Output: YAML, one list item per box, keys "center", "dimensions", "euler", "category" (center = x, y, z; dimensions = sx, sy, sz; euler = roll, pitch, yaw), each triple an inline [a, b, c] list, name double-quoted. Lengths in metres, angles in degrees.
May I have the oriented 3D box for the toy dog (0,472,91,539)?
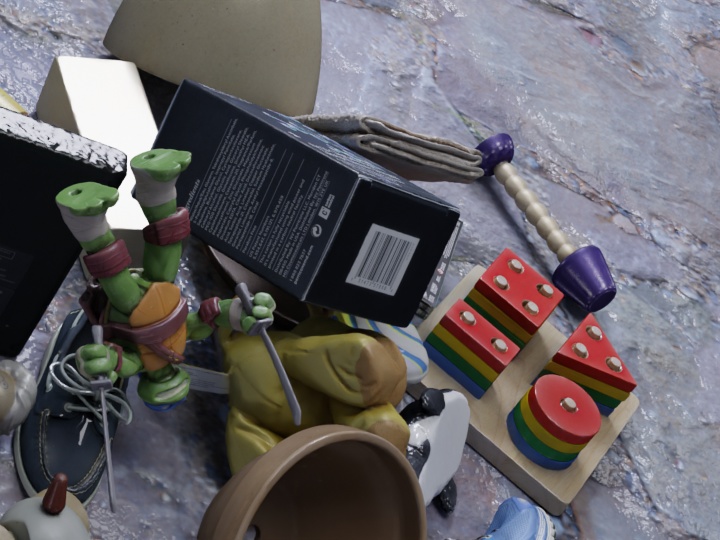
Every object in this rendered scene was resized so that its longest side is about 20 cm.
- center: [-0.178, 0.213, 1.484]
  dimensions: [0.199, 0.097, 0.132]
  euler: [33, 36, -6]
  category: "toy dog"

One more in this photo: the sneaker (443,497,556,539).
- center: [0.087, 0.232, 1.705]
  dimensions: [0.089, 0.079, 0.200]
  euler: [40, 35, 0]
  category: "sneaker"

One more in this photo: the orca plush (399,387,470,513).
- center: [0.032, 0.165, 1.771]
  dimensions: [0.201, 0.071, 0.106]
  euler: [-73, 151, -43]
  category: "orca plush"

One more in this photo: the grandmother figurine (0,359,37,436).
- center: [-0.307, 0.108, 1.530]
  dimensions: [0.199, 0.061, 0.122]
  euler: [-20, 72, -47]
  category: "grandmother figurine"

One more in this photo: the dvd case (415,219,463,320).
- center: [-0.007, -0.052, 1.943]
  dimensions: [0.199, 0.022, 0.146]
  euler: [32, 35, -8]
  category: "dvd case"

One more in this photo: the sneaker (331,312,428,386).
- center: [0.000, 0.000, 1.813]
  dimensions: [0.200, 0.105, 0.076]
  euler: [48, 41, 6]
  category: "sneaker"

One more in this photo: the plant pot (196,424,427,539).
- center: [-0.052, 0.202, 1.567]
  dimensions: [0.200, 0.203, 0.092]
  euler: [-5, 16, -43]
  category: "plant pot"

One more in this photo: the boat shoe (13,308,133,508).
- center: [-0.205, 0.095, 1.625]
  dimensions: [0.075, 0.062, 0.201]
  euler: [29, 36, -14]
  category: "boat shoe"

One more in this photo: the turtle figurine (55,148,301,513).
- center: [-0.131, 0.028, 1.531]
  dimensions: [0.143, 0.195, 0.200]
  euler: [-13, 25, 0]
  category: "turtle figurine"

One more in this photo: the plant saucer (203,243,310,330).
- center: [-0.058, -0.013, 1.899]
  dimensions: [0.199, 0.032, 0.201]
  euler: [23, 37, -18]
  category: "plant saucer"

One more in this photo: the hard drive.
- center: [-0.273, -0.030, 1.589]
  dimensions: [0.139, 0.200, 0.033]
  euler: [19, 38, -22]
  category: "hard drive"

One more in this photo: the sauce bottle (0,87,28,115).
- center: [-0.350, -0.160, 1.789]
  dimensions: [0.200, 0.066, 0.066]
  euler: [44, 36, 8]
  category: "sauce bottle"

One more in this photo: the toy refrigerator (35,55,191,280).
- center: [-0.209, -0.083, 1.822]
  dimensions: [0.075, 0.070, 0.201]
  euler: [2, 47, -29]
  category: "toy refrigerator"

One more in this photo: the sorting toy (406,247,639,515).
- center: [0.151, 0.086, 1.931]
  dimensions: [0.198, 0.070, 0.200]
  euler: [40, 35, 5]
  category: "sorting toy"

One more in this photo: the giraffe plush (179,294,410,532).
- center: [-0.031, 0.094, 1.710]
  dimensions: [0.199, 0.174, 0.162]
  euler: [28, 21, 19]
  category: "giraffe plush"

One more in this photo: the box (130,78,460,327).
- center: [-0.050, -0.052, 1.707]
  dimensions: [0.199, 0.108, 0.148]
  euler: [29, 8, 34]
  category: "box"

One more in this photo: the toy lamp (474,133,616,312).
- center: [0.179, -0.045, 2.116]
  dimensions: [0.058, 0.058, 0.201]
  euler: [-6, 54, -44]
  category: "toy lamp"

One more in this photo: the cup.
- center: [-0.114, -0.239, 1.947]
  dimensions: [0.199, 0.144, 0.200]
  euler: [19, 11, -4]
  category: "cup"

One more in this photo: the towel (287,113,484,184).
- center: [0.011, -0.106, 1.872]
  dimensions: [0.132, 0.035, 0.200]
  euler: [16, -4, -27]
  category: "towel"
